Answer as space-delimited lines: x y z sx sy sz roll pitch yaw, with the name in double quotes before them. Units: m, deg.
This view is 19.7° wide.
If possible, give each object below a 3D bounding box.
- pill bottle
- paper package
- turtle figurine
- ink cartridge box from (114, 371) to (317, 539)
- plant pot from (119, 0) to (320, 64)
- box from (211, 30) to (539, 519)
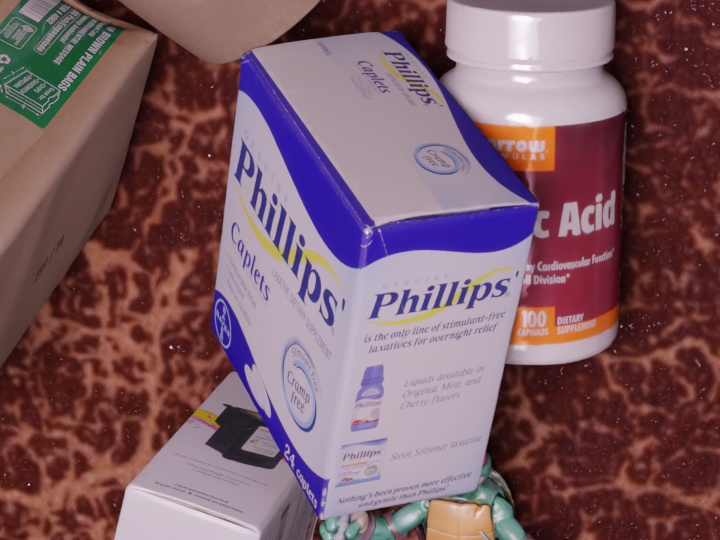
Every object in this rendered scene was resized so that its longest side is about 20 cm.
"pill bottle" 0.096 -0.057 1.191 0.113 0.114 0.202 3 108 10
"paper package" -0.216 -0.041 1.186 0.103 0.201 0.191 29 142 2
"turtle figurine" 0.061 0.173 1.279 0.149 0.101 0.201 10 125 23
"ink cartridge box" -0.086 0.167 1.253 0.082 0.200 0.147 18 109 8
"plant pot" -0.095 -0.215 1.156 0.200 0.201 0.175 -33 115 19
"box" 0.000 0.000 1.156 0.104 0.184 0.201 -8 128 -24
